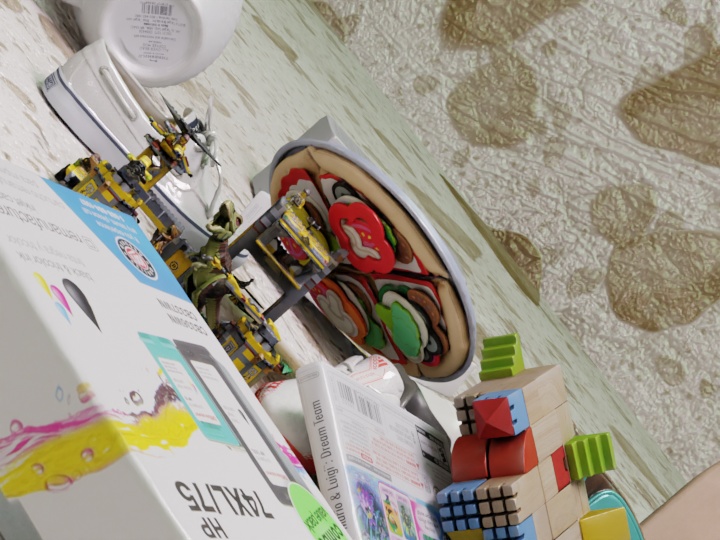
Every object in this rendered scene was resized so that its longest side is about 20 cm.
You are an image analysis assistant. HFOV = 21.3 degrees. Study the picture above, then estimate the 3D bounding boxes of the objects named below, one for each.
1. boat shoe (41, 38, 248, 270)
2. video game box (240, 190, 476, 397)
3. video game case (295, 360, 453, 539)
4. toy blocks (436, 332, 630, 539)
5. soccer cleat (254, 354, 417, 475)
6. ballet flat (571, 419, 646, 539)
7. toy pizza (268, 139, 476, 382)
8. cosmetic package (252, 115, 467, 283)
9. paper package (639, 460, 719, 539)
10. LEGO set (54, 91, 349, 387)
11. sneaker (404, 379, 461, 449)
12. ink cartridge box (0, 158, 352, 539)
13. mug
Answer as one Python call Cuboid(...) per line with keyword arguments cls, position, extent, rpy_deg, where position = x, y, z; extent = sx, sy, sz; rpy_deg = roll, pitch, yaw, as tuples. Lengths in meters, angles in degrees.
Cuboid(cls="boat shoe", position=(-0.134, -0.092, 1.405), extent=(0.202, 0.086, 0.075), rpy_deg=(47, 9, -18))
Cuboid(cls="video game box", position=(-0.002, 0.023, 1.648), extent=(0.182, 0.047, 0.200), rpy_deg=(45, 6, 23))
Cuboid(cls="video game case", position=(0.028, 0.166, 1.183), extent=(0.200, 0.024, 0.184), rpy_deg=(36, 37, -59))
Cuboid(cls="toy blocks", position=(0.099, 0.151, 1.240), extent=(0.136, 0.099, 0.202), rpy_deg=(-20, 99, -63))
Cuboid(cls="soccer cleat", position=(-0.015, 0.089, 1.259), extent=(0.069, 0.085, 0.200), rpy_deg=(52, 9, 14))
Cuboid(cls="ballet flat", position=(0.145, 0.160, 1.355), extent=(0.201, 0.070, 0.065), rpy_deg=(65, -20, -7))
Cuboid(cls="toy pizza", position=(0.000, 0.000, 1.318), extent=(0.200, 0.032, 0.201), rpy_deg=(38, -29, 26))
Cuboid(cls="cosmetic package", position=(0.000, -0.037, 1.812), extent=(0.200, 0.101, 0.074), rpy_deg=(48, 10, -21))
Cuboid(cls="paper package", position=(0.301, 0.292, 1.640), extent=(0.191, 0.200, 0.103), rpy_deg=(51, 8, 14))
Cuboid(cls="LEGO set", position=(-0.091, -0.026, 1.233), extent=(0.200, 0.116, 0.154), rpy_deg=(49, 6, 2))
Cuboid(cls="sneaker", position=(0.098, 0.141, 1.641), extent=(0.200, 0.080, 0.074), rpy_deg=(40, 15, -40))
Cuboid(cls="ink cartridge box", position=(-0.104, 0.089, 0.609), extent=(0.201, 0.146, 0.147), rpy_deg=(54, 10, 19))
Cuboid(cls="mug", position=(-0.195, -0.239, 1.607), extent=(0.198, 0.149, 0.176), rpy_deg=(17, 25, -11))
